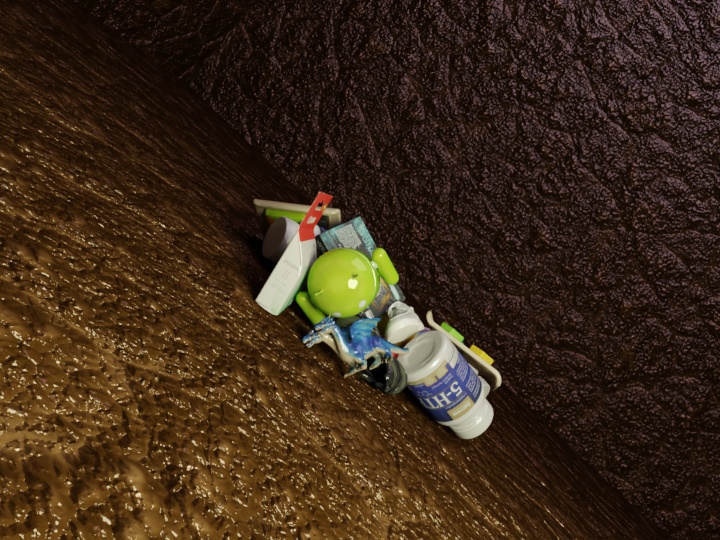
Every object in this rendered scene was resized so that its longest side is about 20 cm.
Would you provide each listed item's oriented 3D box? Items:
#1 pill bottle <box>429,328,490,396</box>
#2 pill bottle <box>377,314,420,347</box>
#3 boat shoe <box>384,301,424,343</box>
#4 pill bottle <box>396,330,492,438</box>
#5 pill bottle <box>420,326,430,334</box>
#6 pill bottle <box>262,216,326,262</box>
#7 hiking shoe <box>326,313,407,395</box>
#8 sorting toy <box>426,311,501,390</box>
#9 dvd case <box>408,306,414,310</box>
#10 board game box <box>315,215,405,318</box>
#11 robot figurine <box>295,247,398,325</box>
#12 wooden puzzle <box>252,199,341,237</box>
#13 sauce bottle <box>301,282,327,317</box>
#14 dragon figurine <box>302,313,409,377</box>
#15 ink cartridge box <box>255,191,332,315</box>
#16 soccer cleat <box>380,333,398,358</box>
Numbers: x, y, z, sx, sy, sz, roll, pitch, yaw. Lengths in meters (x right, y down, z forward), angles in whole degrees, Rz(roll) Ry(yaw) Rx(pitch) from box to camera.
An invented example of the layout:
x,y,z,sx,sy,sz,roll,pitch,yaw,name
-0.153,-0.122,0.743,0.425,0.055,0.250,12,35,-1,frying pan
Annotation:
x,y,z,sx,sy,sz,roll,pitch,yaw,name
0.223,0.249,1.438,0.200,0.120,0.120,46,7,36,pill bottle
0.052,0.125,1.250,0.200,0.109,0.109,40,6,-20,pill bottle
0.081,0.095,1.119,0.069,0.072,0.200,61,15,12,boat shoe
0.168,0.226,1.113,0.200,0.119,0.120,50,3,-20,pill bottle
0.152,0.203,1.349,0.109,0.109,0.200,37,8,-41,pill bottle
-0.096,-0.030,1.194,0.199,0.120,0.120,27,13,-32,pill bottle
0.005,0.134,1.027,0.200,0.076,0.101,46,3,21,hiking shoe
0.220,0.167,1.212,0.200,0.036,0.185,43,-4,17,sorting toy
0.064,0.069,1.521,0.142,0.018,0.200,28,-1,17,dvd case
0.000,0.000,1.150,0.135,0.028,0.201,-28,90,-47,board game box
-0.027,0.020,0.991,0.116,0.174,0.200,63,6,2,robot figurine
-0.133,-0.091,1.266,0.183,0.038,0.200,7,-22,4,wooden puzzle
-0.081,0.051,1.107,0.200,0.065,0.065,41,6,-25,sauce bottle
0.005,0.111,0.940,0.199,0.059,0.100,-10,75,-34,dragon figurine
-0.092,-0.030,0.958,0.050,0.201,0.161,34,6,0,ink cartridge box
0.051,0.178,1.163,0.199,0.067,0.076,32,-21,-32,soccer cleat
